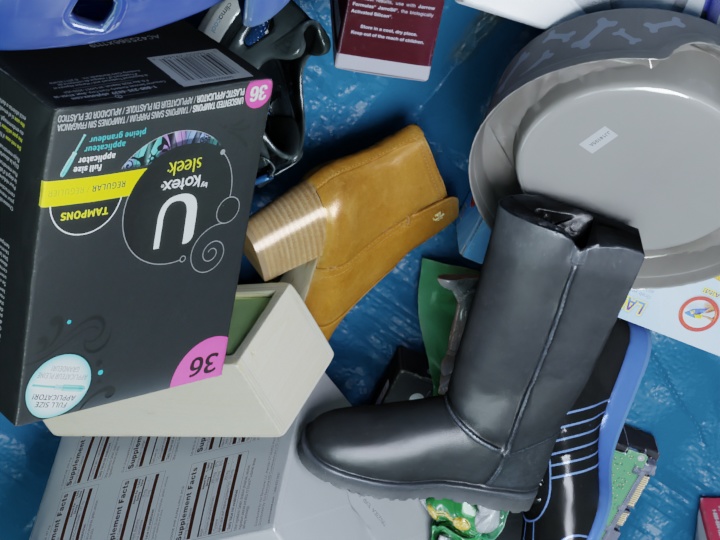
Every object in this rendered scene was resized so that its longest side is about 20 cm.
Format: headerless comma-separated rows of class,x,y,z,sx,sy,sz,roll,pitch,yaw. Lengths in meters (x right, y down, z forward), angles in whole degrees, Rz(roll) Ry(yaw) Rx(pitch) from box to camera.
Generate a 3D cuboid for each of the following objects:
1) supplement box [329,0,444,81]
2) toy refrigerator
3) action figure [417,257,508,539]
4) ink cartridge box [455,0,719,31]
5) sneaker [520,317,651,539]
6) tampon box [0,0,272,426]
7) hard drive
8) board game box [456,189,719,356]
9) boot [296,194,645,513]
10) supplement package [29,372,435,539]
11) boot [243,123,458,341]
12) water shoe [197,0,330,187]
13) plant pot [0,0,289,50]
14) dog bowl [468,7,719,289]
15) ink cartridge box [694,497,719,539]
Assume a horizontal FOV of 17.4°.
supplement box,0.028,-0.226,1.378,0.061,0.109,0.201,7,120,-7
toy refrigerator,-0.124,0.056,1.497,0.200,0.076,0.070,-3,131,39
action figure,0.070,0.103,1.537,0.055,0.118,0.201,-11,112,-44
ink cartridge box,0.177,-0.224,1.390,0.199,0.041,0.200,15,98,-12
sneaker,0.128,0.114,1.554,0.078,0.070,0.201,23,73,-20
tampon box,-0.158,-0.037,1.351,0.150,0.126,0.201,-13,125,-37
hard drive,0.090,0.144,1.634,0.199,0.038,0.140,19,117,-12
board game box,0.192,-0.066,1.507,0.199,0.056,0.196,21,117,-14
boot,0.066,0.046,1.416,0.164,0.066,0.200,8,125,-21
supplement package,-0.081,0.187,1.544,0.200,0.147,0.191,-15,131,27
boot,0.000,-0.001,1.531,0.144,0.071,0.201,-27,145,-13
water shoe,-0.080,-0.074,1.438,0.079,0.071,0.200,32,119,28
plant pot,-0.121,-0.247,1.315,0.179,0.200,0.201,1,119,-10
dog bowl,0.165,-0.075,1.403,0.199,0.059,0.200,4,139,3
ink cartridge box,0.339,0.229,1.630,0.199,0.148,0.086,-2,121,-2
